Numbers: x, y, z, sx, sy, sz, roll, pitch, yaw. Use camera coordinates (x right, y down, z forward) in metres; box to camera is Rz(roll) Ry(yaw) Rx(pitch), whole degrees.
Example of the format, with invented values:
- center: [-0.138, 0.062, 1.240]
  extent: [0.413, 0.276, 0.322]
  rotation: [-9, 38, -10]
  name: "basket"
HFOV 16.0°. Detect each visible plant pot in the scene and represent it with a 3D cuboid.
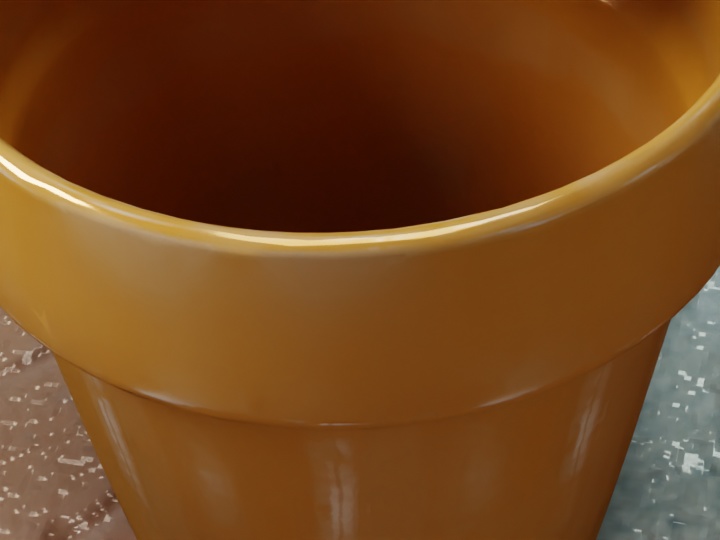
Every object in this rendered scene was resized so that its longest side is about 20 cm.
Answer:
- center: [0.000, 0.000, 0.646]
  extent: [0.198, 0.184, 0.201]
  rotation: [-2, 40, 2]
  name: "plant pot"
